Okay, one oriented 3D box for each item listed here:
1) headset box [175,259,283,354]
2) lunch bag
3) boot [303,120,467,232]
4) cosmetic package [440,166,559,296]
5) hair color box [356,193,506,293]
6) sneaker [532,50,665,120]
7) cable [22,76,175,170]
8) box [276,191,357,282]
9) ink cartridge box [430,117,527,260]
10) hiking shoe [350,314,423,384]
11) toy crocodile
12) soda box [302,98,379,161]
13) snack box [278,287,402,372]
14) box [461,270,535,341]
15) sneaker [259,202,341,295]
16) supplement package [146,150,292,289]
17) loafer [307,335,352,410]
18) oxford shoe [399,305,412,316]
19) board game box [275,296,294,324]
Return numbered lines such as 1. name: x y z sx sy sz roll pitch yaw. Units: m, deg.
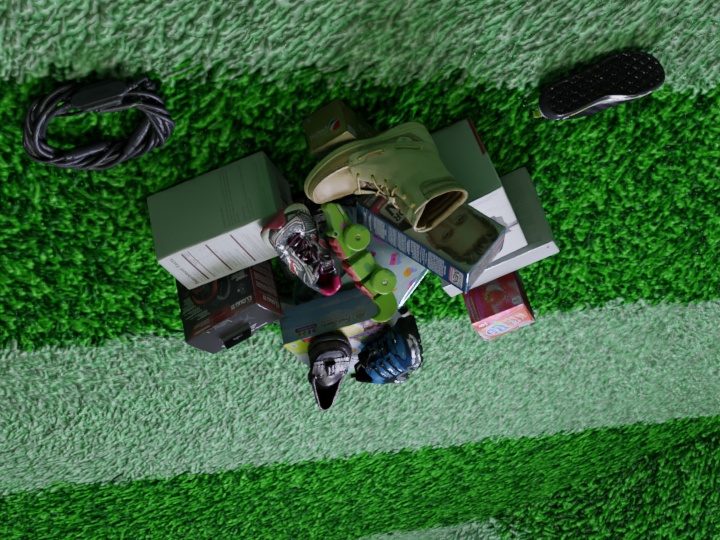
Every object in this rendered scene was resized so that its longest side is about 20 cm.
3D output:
1. headset box: -0.214 0.027 1.711 0.148 0.201 0.075 -29 148 22
2. lunch bag: 0.000 0.000 1.752 0.170 0.122 0.200 5 137 -37
3. boot: 0.034 -0.112 1.503 0.199 0.156 0.073 -24 146 -9
4. cosmetic package: 0.214 -0.064 1.802 0.199 0.152 0.052 -23 149 15
5. hair color box: 0.101 -0.066 1.554 0.100 0.199 0.061 -49 160 -23
6. sneaker: 0.355 -0.274 1.617 0.199 0.072 0.083 -15 175 2
7. cable: -0.353 -0.193 1.438 0.199 0.051 0.163 -19 155 2
8. box: -0.069 -0.062 1.780 0.160 0.049 0.200 -19 151 2
9. ink cartridge box: 0.184 -0.122 1.694 0.083 0.146 0.200 -25 149 8
10. hiking shoe: 0.043 0.134 1.675 0.086 0.075 0.200 -9 153 -15
11. toy crocodile: -0.003 -0.015 1.585 0.062 0.067 0.201 -35 108 -10
12. soda box: -0.001 -0.174 1.605 0.068 0.064 0.200 -28 147 21
13. snack box: -0.020 0.102 1.746 0.168 0.068 0.200 -17 156 12
14. box: 0.222 0.007 1.875 0.099 0.201 0.095 -22 151 14
15. sneaker: -0.078 -0.032 1.574 0.081 0.075 0.200 -41 149 1
16. supplement package: -0.205 -0.074 1.627 0.199 0.117 0.117 -20 152 10
17. loafer: -0.048 0.164 1.709 0.071 0.063 0.200 -4 155 -8
18. oxford shoe: 0.010 0.094 2.080 0.199 0.075 0.058 -2 110 -7
19. board game box: -0.070 0.078 1.913 0.199 0.044 0.199 6 -179 -32
